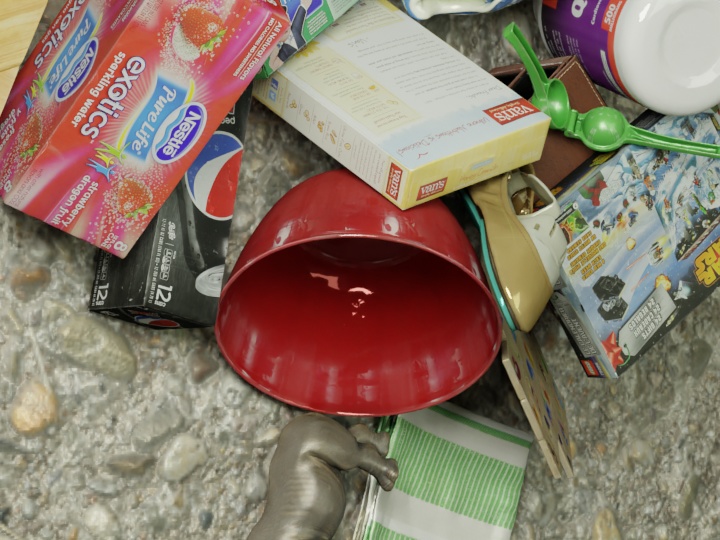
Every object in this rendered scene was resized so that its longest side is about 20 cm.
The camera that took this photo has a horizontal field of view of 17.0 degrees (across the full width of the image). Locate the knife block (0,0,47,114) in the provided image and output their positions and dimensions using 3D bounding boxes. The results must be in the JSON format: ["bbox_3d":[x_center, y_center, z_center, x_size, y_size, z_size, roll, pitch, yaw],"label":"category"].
[{"bbox_3d":[-0.302,-0.151,1.513,0.175,0.064,0.201,32,68,-33],"label":"knife block"}]

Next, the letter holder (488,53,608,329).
[{"bbox_3d":[0.142,-0.038,1.831,0.142,0.100,0.201,-47,114,-28],"label":"letter holder"}]

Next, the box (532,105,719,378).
[{"bbox_3d":[0.215,-0.031,1.798,0.200,0.040,0.138,-38,109,-29],"label":"box"}]

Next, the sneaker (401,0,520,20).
[{"bbox_3d":[0.119,-0.223,1.747,0.077,0.198,0.076,-83,153,-55],"label":"sneaker"}]

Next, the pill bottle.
[{"bbox_3d":[0.205,-0.190,1.817,0.112,0.200,0.113,-6,108,-21],"label":"pill bottle"}]

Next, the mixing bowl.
[{"bbox_3d":[0.000,0.000,1.678,0.200,0.200,0.109,32,43,-32],"label":"mixing bowl"}]

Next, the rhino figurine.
[{"bbox_3d":[-0.039,0.195,1.696,0.087,0.060,0.202,22,75,-20],"label":"rhino figurine"}]

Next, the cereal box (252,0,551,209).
[{"bbox_3d":[0.015,-0.124,1.683,0.143,0.200,0.040,-21,138,-39],"label":"cereal box"}]

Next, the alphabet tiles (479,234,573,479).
[{"bbox_3d":[0.123,0.070,1.774,0.200,0.007,0.168,-84,151,-69],"label":"alphabet tiles"}]

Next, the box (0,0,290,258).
[{"bbox_3d":[-0.147,-0.123,1.550,0.099,0.096,0.200,26,110,-34],"label":"box"}]

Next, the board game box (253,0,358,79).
[{"bbox_3d":[-0.040,-0.239,1.664,0.200,0.029,0.135,-44,121,-41],"label":"board game box"}]

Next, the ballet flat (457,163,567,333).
[{"bbox_3d":[0.109,-0.028,1.641,0.063,0.200,0.069,-23,120,4],"label":"ballet flat"}]

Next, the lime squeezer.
[{"bbox_3d":[0.171,-0.120,1.746,0.199,0.071,0.038,28,43,-20],"label":"lime squeezer"}]

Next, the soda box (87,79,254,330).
[{"bbox_3d":[-0.126,-0.064,1.639,0.063,0.070,0.202,17,76,-38],"label":"soda box"}]

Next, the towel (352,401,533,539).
[{"bbox_3d":[0.057,0.200,1.794,0.152,0.023,0.202,22,74,-36],"label":"towel"}]
